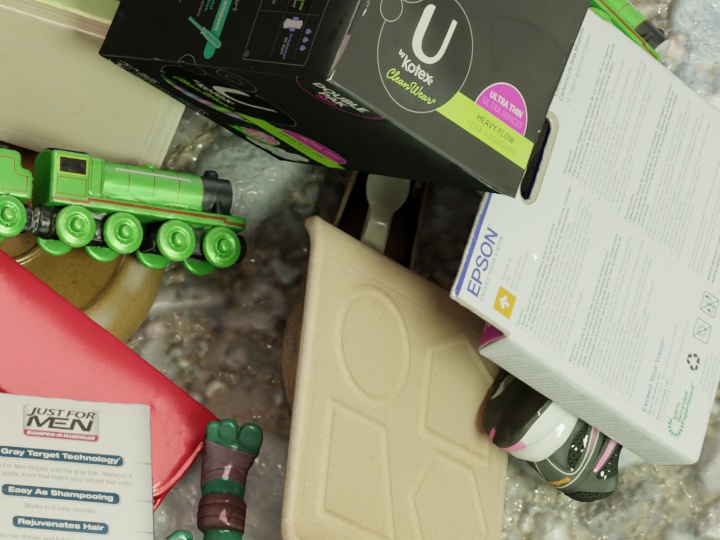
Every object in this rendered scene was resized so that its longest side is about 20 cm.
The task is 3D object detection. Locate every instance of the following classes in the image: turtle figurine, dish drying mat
[{"bbox_3d":[-0.062,0.183,1.443,0.150,0.101,0.200,39,43,-28],"label":"turtle figurine"},{"bbox_3d":[-0.176,0.052,1.504,0.200,0.018,0.077,38,73,-4],"label":"dish drying mat"}]

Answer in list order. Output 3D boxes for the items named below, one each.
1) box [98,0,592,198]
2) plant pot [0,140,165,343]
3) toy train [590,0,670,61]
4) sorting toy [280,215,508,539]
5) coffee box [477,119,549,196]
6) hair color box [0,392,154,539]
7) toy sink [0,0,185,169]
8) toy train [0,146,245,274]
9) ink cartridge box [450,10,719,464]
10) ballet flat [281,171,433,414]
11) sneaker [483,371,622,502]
[{"bbox_3d":[-0.008,-0.130,1.422,0.148,0.200,0.125,29,78,-40],"label":"box"},{"bbox_3d":[-0.207,-0.027,1.555,0.200,0.027,0.200,5,64,-10],"label":"plant pot"},{"bbox_3d":[0.115,-0.188,1.691,0.200,0.042,0.056,46,54,11],"label":"toy train"},{"bbox_3d":[0.019,0.090,1.487,0.185,0.036,0.200,29,54,-46],"label":"sorting toy"},{"bbox_3d":[0.043,-0.136,1.600,0.200,0.114,0.080,42,107,10],"label":"coffee box"},{"bbox_3d":[-0.158,0.159,1.400,0.100,0.061,0.200,6,47,-13],"label":"hair color box"},{"bbox_3d":[-0.188,-0.157,1.547,0.200,0.112,0.131,18,48,-9],"label":"toy sink"},{"bbox_3d":[-0.154,-0.037,1.507,0.200,0.042,0.057,8,77,-28],"label":"toy train"},{"bbox_3d":[0.133,-0.023,1.489,0.200,0.043,0.197,34,63,-31],"label":"ink cartridge box"},{"bbox_3d":[0.000,0.000,1.561,0.068,0.067,0.200,14,63,-4],"label":"ballet flat"},{"bbox_3d":[0.142,0.054,1.572,0.086,0.080,0.200,50,54,-21],"label":"sneaker"}]
